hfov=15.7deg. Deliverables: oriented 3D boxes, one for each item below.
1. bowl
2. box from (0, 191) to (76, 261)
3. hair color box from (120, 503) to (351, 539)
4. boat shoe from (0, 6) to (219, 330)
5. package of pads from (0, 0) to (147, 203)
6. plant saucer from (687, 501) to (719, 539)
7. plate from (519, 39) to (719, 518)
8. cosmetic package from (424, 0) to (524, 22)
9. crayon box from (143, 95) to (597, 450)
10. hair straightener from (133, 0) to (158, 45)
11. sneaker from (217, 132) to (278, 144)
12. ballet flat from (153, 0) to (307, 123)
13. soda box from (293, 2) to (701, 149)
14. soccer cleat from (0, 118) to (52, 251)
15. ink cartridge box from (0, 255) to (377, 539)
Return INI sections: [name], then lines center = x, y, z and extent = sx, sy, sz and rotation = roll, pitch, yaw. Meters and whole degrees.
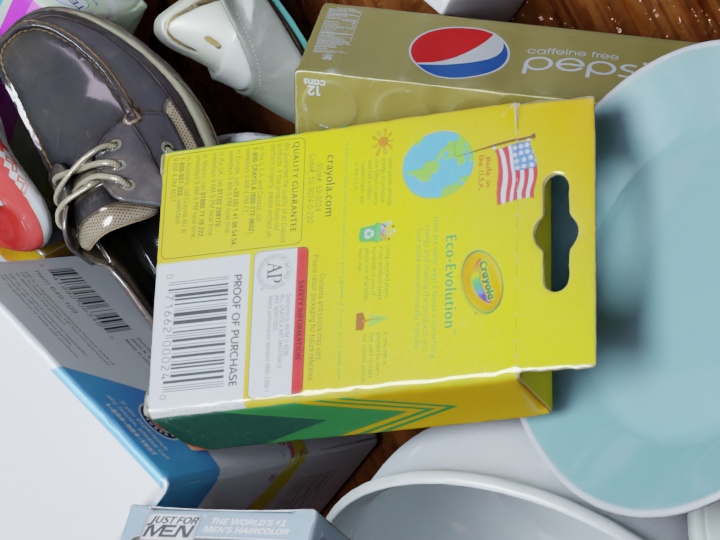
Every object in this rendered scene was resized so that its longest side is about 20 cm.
[bowl]
center = 0.089, 0.125, 1.174
extent = 0.201, 0.201, 0.090
rotation = 6, 50, 27
[box]
center = -0.220, 0.023, 1.313
extent = 0.119, 0.041, 0.200
rotation = 41, 128, 17
[hair color box]
center = -0.016, 0.171, 1.135
extent = 0.099, 0.200, 0.061
rotation = -2, 58, 34
[boat shoe]
center = -0.102, -0.038, 1.205
extent = 0.200, 0.073, 0.074
rotation = 50, 120, 3
[package of pads]
center = -0.209, -0.100, 1.329
extent = 0.154, 0.068, 0.200
rotation = 42, 125, 21
[plant saucer]
center = 0.237, 0.099, 1.075
extent = 0.200, 0.050, 0.201
rotation = 1, 57, -1
[plate]
center = 0.137, 0.004, 1.063
extent = 0.200, 0.026, 0.201
rotation = -23, 58, 44
[cosmetic package]
center = 0.014, -0.219, 1.229
extent = 0.200, 0.081, 0.113
rotation = 44, 110, 20
[crayon box]
center = 0.011, 0.003, 1.111
extent = 0.200, 0.051, 0.127
rotation = -6, 66, 21
[hair straightener]
center = -0.132, -0.106, 1.340
extent = 0.077, 0.041, 0.201
rotation = -4, 96, 46
[sneaker]
center = 0.000, 0.000, 1.245
extent = 0.200, 0.075, 0.115
rotation = 12, 95, 23
[ballet flat]
center = -0.084, -0.144, 1.259
extent = 0.200, 0.064, 0.067
rotation = 62, 161, -13
[soda box]
center = 0.073, -0.067, 1.168
extent = 0.199, 0.064, 0.068
rotation = 7, 127, 9
[soccer cleat]
center = -0.204, -0.090, 1.231
extent = 0.200, 0.085, 0.069
rotation = 42, 146, 17
[ink cartridge box]
center = -0.123, 0.091, 1.243
extent = 0.147, 0.200, 0.146
rotation = 45, 112, 19
